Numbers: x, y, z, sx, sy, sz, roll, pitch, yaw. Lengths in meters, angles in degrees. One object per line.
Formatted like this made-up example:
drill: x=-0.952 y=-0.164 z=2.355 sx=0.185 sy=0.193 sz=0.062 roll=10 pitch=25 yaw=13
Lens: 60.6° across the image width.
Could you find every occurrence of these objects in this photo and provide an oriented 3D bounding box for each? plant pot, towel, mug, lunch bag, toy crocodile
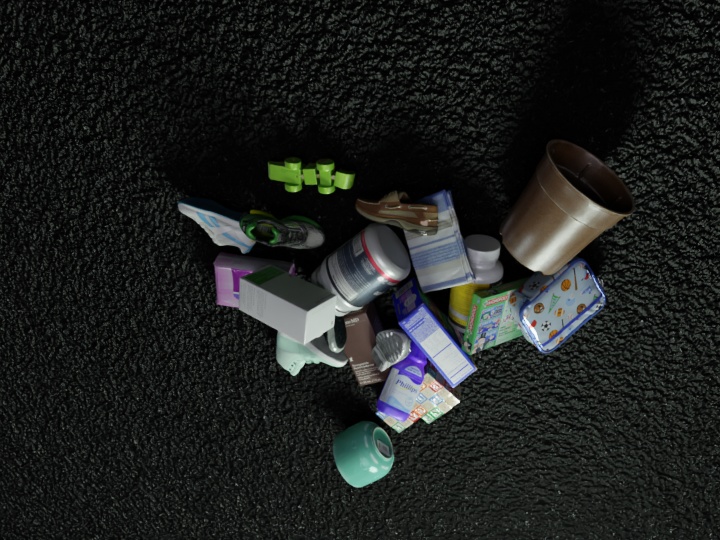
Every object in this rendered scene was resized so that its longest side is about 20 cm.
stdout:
plant pot: x=0.387 y=-0.111 z=1.201 sx=0.198 sy=0.201 sz=0.199 roll=29 pitch=129 yaw=-4
towel: x=0.161 y=-0.058 z=1.310 sx=0.146 sy=0.024 sz=0.203 roll=-17 pitch=89 yaw=45
mug: x=0.023 y=0.476 z=1.644 sx=0.114 sy=0.185 sz=0.153 roll=-33 pitch=83 yaw=24
lunch bag: x=0.422 y=0.069 z=1.307 sx=0.199 sy=0.076 sz=0.161 roll=-38 pitch=114 yaw=-2
toy crocodile: x=-0.109 y=-0.210 z=1.337 sx=0.197 sy=0.062 sz=0.068 roll=6 pitch=121 yaw=15

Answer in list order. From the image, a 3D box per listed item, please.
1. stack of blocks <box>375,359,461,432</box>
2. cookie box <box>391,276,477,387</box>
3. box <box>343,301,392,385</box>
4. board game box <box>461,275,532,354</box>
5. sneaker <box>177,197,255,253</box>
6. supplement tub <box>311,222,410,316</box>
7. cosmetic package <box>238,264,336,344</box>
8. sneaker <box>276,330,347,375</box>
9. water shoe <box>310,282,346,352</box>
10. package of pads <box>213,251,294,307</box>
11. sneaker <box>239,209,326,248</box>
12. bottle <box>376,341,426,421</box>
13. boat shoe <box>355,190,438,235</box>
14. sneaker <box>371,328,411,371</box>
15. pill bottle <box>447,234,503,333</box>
stack of blocks: x=0.147 y=0.331 z=1.571 sx=0.115 sy=0.059 sz=0.200 roll=41 pitch=120 yaw=-11
cookie box: x=0.164 y=0.135 z=1.387 sx=0.075 sy=0.172 sz=0.201 roll=-37 pitch=106 yaw=10
box: x=0.013 y=0.177 z=1.511 sx=0.099 sy=0.075 sz=0.202 roll=-15 pitch=112 yaw=21
board game box: x=0.307 y=0.095 z=1.332 sx=0.029 sy=0.198 sz=0.137 roll=32 pitch=124 yaw=44
sneaker: x=-0.335 y=-0.107 z=1.431 sx=0.197 sy=0.077 sz=0.082 roll=23 pitch=114 yaw=-1
supplement tub: x=0.000 y=0.000 z=1.375 sx=0.199 sy=0.141 sz=0.141 roll=-35 pitch=106 yaw=28
cosmetic package: x=-0.161 y=0.071 z=1.349 sx=0.198 sy=0.107 sz=0.086 roll=21 pitch=119 yaw=28
sneaker: x=-0.126 y=0.220 z=1.556 sx=0.198 sy=0.074 sz=0.120 roll=23 pitch=117 yaw=19
water shoe: x=-0.085 y=0.110 z=1.435 sx=0.078 sy=0.202 sz=0.072 roll=-24 pitch=141 yaw=17
package of pads: x=-0.255 y=0.030 z=1.491 sx=0.196 sy=0.076 sz=0.122 roll=7 pitch=120 yaw=9
sneaker: x=-0.172 y=-0.078 z=1.384 sx=0.197 sy=0.085 sz=0.079 roll=6 pitch=114 yaw=-19
bottle: x=0.110 y=0.255 z=1.478 sx=0.083 sy=0.065 sz=0.202 roll=27 pitch=82 yaw=-17
boat shoe: x=0.082 y=-0.132 z=1.305 sx=0.198 sy=0.075 sz=0.075 roll=19 pitch=108 yaw=29
sneaker: x=0.080 y=0.165 z=1.387 sx=0.075 sy=0.081 sz=0.200 roll=61 pitch=161 yaw=11
pill bottle: x=0.253 y=0.030 z=1.348 sx=0.109 sy=0.112 sz=0.203 roll=6 pitch=120 yaw=10
